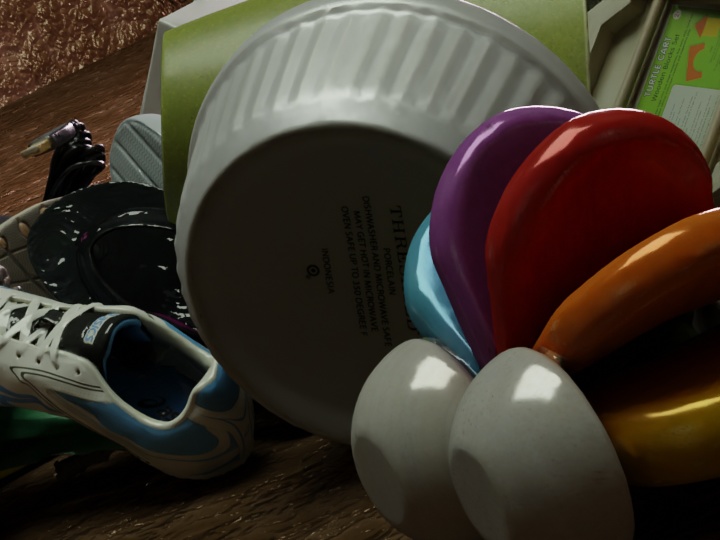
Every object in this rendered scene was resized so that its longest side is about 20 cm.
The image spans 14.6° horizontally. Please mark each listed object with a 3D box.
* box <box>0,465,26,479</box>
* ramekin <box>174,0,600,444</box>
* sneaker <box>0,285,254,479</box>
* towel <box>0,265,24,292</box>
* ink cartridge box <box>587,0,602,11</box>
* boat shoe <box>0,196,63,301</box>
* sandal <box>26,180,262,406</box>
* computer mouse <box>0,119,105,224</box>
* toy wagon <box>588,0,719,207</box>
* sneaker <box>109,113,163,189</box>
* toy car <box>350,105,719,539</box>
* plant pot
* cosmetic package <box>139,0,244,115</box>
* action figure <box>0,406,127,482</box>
[{"bbox_3d":[-0.186,0.073,1.584,0.200,0.049,0.117,-31,13,-35],"label":"box"},{"bbox_3d":[0.011,-0.014,1.218,0.202,0.203,0.094,-17,22,25],"label":"ramekin"},{"bbox_3d":[-0.138,0.038,1.349,0.199,0.073,0.072,19,47,23],"label":"sneaker"},{"bbox_3d":[-0.265,0.096,1.416,0.190,0.032,0.200,-16,42,21],"label":"towel"},{"bbox_3d":[0.172,-0.151,1.595,0.201,0.083,0.146,-67,20,-6],"label":"ink cartridge box"},{"bbox_3d":[-0.161,-0.009,1.656,0.200,0.076,0.072,-17,0,-45],"label":"boat shoe"},{"bbox_3d":[-0.088,0.004,1.383,0.200,0.048,0.076,26,81,30],"label":"sandal"},{"bbox_3d":[-0.217,-0.013,1.678,0.200,0.046,0.141,-31,-25,-56],"label":"computer mouse"},{"bbox_3d":[0.152,-0.099,1.465,0.200,0.040,0.156,13,78,48],"label":"toy wagon"},{"bbox_3d":[-0.054,-0.009,1.451,0.071,0.200,0.073,-12,-39,-45],"label":"sneaker"},{"bbox_3d":[0.084,0.012,1.024,0.175,0.150,0.200,-26,11,-22],"label":"toy car"},{"bbox_3d":[0.005,-0.071,1.364,0.199,0.188,0.187,-1,11,0],"label":"plant pot"},{"bbox_3d":[-0.022,-0.095,1.707,0.200,0.085,0.108,27,34,23],"label":"cosmetic package"},{"bbox_3d":[-0.151,0.065,1.439,0.199,0.055,0.119,-5,61,26],"label":"action figure"}]
